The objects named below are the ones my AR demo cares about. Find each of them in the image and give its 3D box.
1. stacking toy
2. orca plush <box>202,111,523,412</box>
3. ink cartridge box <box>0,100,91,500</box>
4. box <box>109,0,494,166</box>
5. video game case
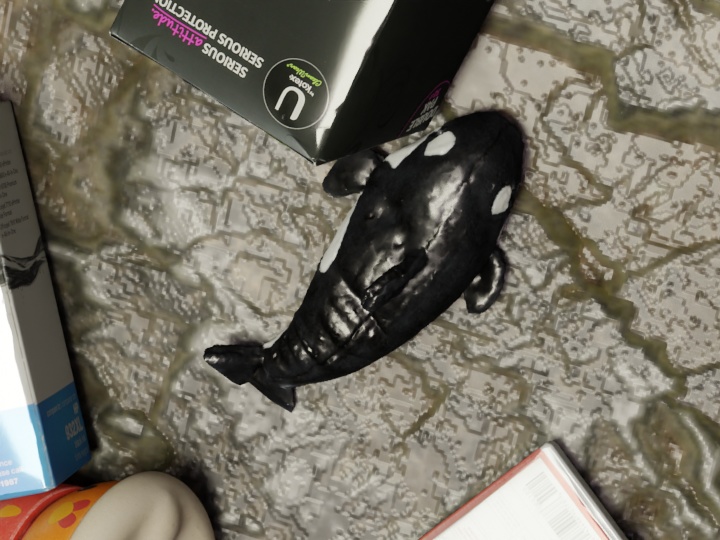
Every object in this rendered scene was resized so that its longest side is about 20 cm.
[{"bbox_3d":[-0.189,0.163,1.481,0.200,0.146,0.146,10,107,28],"label":"stacking toy"},{"bbox_3d":[0.000,0.000,1.402,0.200,0.071,0.105,-31,94,20],"label":"orca plush"},{"bbox_3d":[-0.237,0.023,1.453,0.145,0.084,0.200,-11,95,12],"label":"ink cartridge box"},{"bbox_3d":[0.001,-0.170,1.311,0.124,0.149,0.200,34,110,15],"label":"box"},{"bbox_3d":[0.062,0.203,1.437,0.200,0.017,0.143,-38,81,11],"label":"video game case"}]
